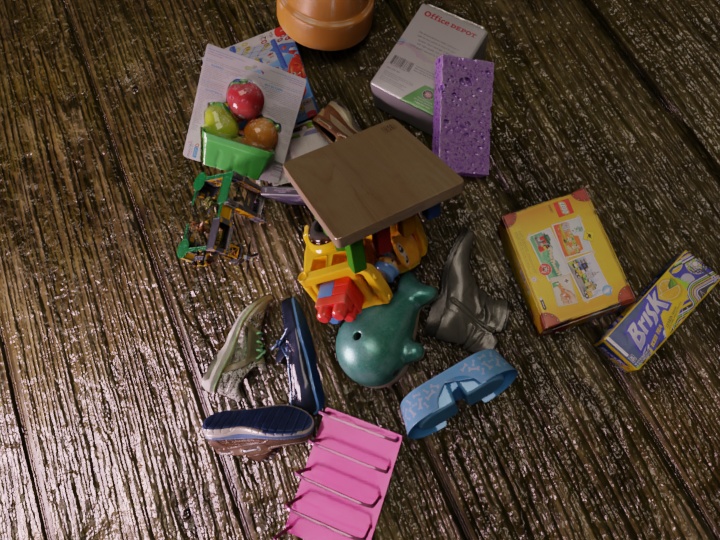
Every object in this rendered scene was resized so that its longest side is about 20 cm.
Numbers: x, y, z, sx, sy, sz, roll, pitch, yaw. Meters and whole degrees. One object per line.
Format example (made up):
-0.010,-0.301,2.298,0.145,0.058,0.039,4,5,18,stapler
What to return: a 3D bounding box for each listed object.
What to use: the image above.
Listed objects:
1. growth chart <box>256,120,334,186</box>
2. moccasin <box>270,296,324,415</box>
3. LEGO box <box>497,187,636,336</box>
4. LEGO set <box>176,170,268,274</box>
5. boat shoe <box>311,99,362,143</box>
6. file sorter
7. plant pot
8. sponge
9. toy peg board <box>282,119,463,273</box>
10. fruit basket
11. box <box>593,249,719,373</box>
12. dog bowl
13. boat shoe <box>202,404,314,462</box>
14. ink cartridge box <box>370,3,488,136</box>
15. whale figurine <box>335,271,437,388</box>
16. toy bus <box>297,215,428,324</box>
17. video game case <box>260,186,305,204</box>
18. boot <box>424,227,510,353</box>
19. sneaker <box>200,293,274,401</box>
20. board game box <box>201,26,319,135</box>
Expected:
-0.126,-0.232,1.050,0.196,0.018,0.147,-8,73,6,growth chart
-0.116,0.147,0.909,0.067,0.081,0.203,-16,71,8,moccasin
0.333,-0.013,0.886,0.146,0.077,0.203,-17,72,3,LEGO box
-0.245,-0.086,0.998,0.152,0.115,0.204,-11,66,36,LEGO set
-0.020,-0.228,1.000,0.073,0.076,0.201,-34,69,-10,boat shoe
-0.031,0.329,0.815,0.137,0.126,0.203,17,77,10,file sorter
-0.063,-0.566,1.022,0.196,0.184,0.204,3,64,-6,plant pot
0.182,-0.272,0.953,0.110,0.030,0.204,0,93,-23,sponge
0.017,-0.107,0.793,0.197,0.099,0.201,-25,48,-14,toy peg board
-0.212,-0.280,0.978,0.182,0.094,0.203,13,104,-19,fruit basket
0.469,0.067,0.850,0.200,0.064,0.070,-45,73,-5,box
0.151,0.192,0.843,0.198,0.112,0.050,-30,58,0,dog bowl
-0.162,0.271,0.883,0.196,0.072,0.074,-4,113,21,boat shoe
0.131,-0.383,1.018,0.144,0.088,0.202,30,82,14,ink cartridge box
0.039,0.091,0.871,0.159,0.104,0.201,36,90,37,whale figurine
0.000,0.000,0.853,0.197,0.136,0.194,-15,42,24,toy bus
-0.059,-0.129,0.946,0.196,0.143,0.019,4,91,9,video game case
0.195,0.039,0.907,0.129,0.068,0.203,18,85,8,boot
-0.192,0.138,0.935,0.088,0.077,0.202,29,85,2,sneaker
-0.203,-0.372,1.074,0.197,0.056,0.199,-20,67,2,board game box
